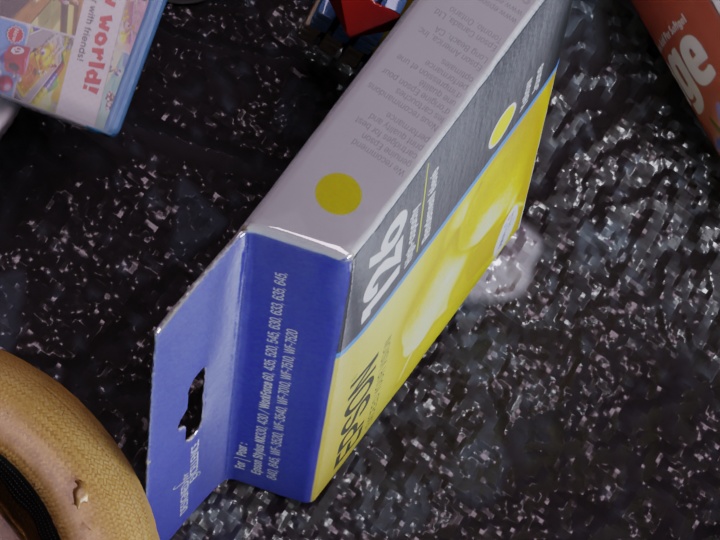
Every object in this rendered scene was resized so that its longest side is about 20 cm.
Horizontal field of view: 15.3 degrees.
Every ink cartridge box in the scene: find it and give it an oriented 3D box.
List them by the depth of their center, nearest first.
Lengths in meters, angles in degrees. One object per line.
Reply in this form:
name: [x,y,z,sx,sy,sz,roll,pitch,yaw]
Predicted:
ink cartridge box: [0.000,0.000,0.919,0.047,0.198,0.201,30,65,10]

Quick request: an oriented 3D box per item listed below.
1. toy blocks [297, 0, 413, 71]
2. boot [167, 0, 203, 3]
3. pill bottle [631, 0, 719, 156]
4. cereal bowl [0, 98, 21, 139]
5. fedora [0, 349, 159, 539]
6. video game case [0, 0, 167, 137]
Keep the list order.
toy blocks: [0.026,-0.129,0.990,0.099,0.200,0.137,27,81,-5]
boot: [-0.047,-0.219,1.008,0.072,0.144,0.202,7,69,-14]
pill bottle: [0.163,-0.120,1.057,0.112,0.112,0.201,-25,80,-23]
cereal bowl: [-0.209,-0.100,0.951,0.198,0.083,0.202,5,71,-15]
fedora: [-0.161,0.122,0.889,0.199,0.082,0.202,4,74,-14]
video game case: [-0.151,-0.146,0.903,0.199,0.018,0.144,20,88,-9]
